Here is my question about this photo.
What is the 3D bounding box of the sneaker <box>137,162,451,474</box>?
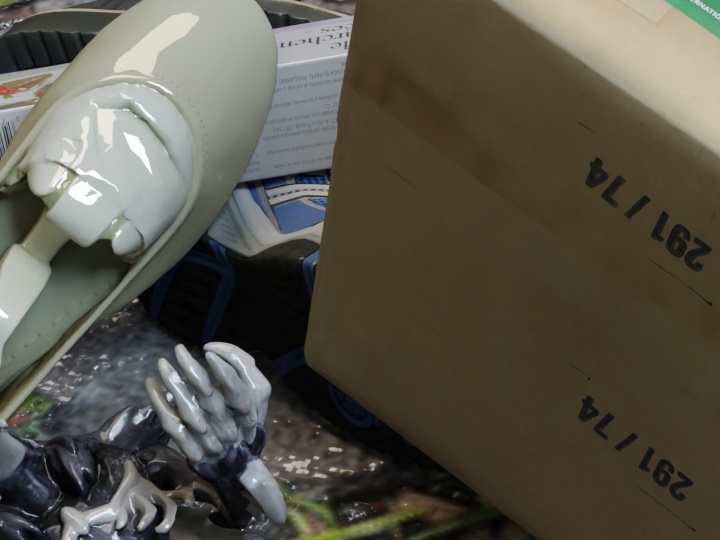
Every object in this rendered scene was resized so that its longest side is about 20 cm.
[{"bbox_3d":[0.000,0.000,0.880,0.077,0.076,0.200,-33,42,-27],"label":"sneaker"}]

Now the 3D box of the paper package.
[{"bbox_3d":[0.097,-0.003,0.710,0.200,0.191,0.103,36,54,21],"label":"paper package"}]

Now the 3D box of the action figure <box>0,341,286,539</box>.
[{"bbox_3d":[-0.064,0.076,0.758,0.119,0.102,0.200,-40,45,-23],"label":"action figure"}]

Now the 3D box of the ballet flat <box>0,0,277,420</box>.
[{"bbox_3d":[-0.096,-0.005,0.843,0.200,0.069,0.069,-50,36,8],"label":"ballet flat"}]

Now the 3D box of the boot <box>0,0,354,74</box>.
[{"bbox_3d":[-0.028,-0.094,1.039,0.200,0.078,0.138,10,32,24],"label":"boot"}]

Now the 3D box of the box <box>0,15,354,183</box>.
[{"bbox_3d":[-0.040,-0.053,0.890,0.200,0.042,0.039,-10,24,6],"label":"box"}]
